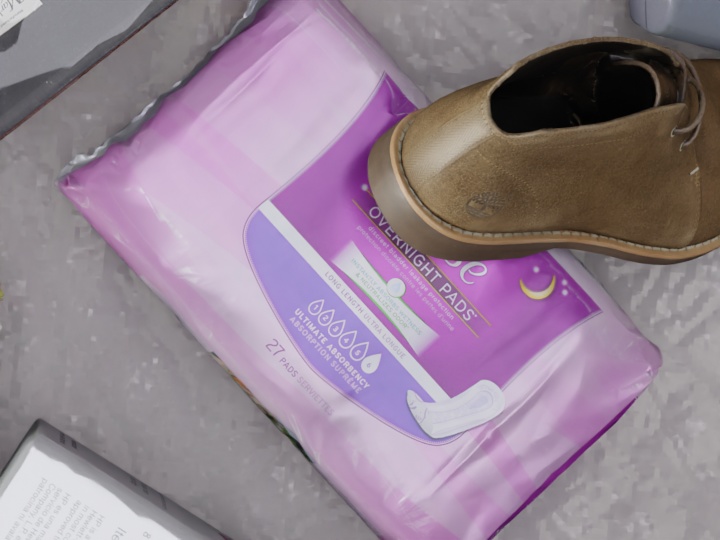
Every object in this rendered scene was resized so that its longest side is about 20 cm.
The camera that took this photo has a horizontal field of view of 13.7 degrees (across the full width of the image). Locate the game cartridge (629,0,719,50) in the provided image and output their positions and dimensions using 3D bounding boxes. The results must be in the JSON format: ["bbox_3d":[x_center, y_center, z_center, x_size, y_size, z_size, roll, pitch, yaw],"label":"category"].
[{"bbox_3d":[0.170,-0.170,1.067,0.133,0.042,0.201,9,103,-31],"label":"game cartridge"}]

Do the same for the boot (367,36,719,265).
[{"bbox_3d":[0.101,-0.047,1.041,0.199,0.075,0.074,-10,70,-40],"label":"boot"}]

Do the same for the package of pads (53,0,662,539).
[{"bbox_3d":[0.000,0.000,1.069,0.120,0.076,0.200,-43,96,-4],"label":"package of pads"}]

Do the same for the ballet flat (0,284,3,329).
[{"bbox_3d":[-0.175,0.085,1.058,0.064,0.076,0.200,36,97,-12],"label":"ballet flat"}]

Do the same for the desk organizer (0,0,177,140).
[{"bbox_3d":[-0.084,-0.124,1.037,0.200,0.077,0.072,-37,99,6],"label":"desk organizer"}]

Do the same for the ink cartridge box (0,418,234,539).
[{"bbox_3d":[-0.069,0.167,1.061,0.200,0.085,0.145,33,88,-5],"label":"ink cartridge box"}]
